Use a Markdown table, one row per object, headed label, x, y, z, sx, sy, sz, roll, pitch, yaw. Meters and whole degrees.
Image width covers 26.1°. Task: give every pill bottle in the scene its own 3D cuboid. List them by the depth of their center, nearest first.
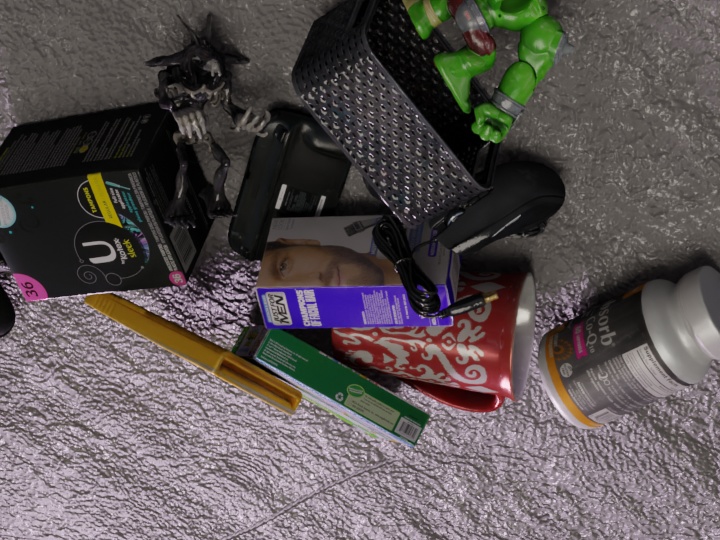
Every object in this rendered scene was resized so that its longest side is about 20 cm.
| label | x | y | z | sx | sy | sz | roll | pitch | yaw |
| --- | --- | --- | --- | --- | --- | --- | --- | --- | --- |
| pill bottle | 0.292 | 0.078 | 1.613 | 0.199 | 0.117 | 0.116 | -30 | 116 | 32 |

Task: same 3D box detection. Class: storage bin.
| label | x | y | z | sx | sy | sz | roll | pitch | yaw |
| --- | --- | --- | --- | --- | --- | --- | --- | --- | --- |
| storage bin | 0.038 | -0.159 | 1.476 | 0.093 | 0.136 | 0.200 | -27 | 117 | 31 |

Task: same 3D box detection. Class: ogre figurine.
| label | x | y | z | sx | sy | sz | roll | pitch | yaw |
| --- | --- | --- | --- | --- | --- | --- | --- | --- | --- |
| ogre figurine | 0.113 | -0.229 | 1.412 | 0.119 | 0.202 | 0.098 | -29 | 158 | 11 |

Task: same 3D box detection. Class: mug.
| label | x | y | z | sx | sy | sz | roll | pitch | yaw |
| --- | --- | --- | --- | --- | --- | --- | --- | --- | --- |
| mug | 0.077 | 0.080 | 1.656 | 0.198 | 0.133 | 0.180 | 6 | 109 | 15 |

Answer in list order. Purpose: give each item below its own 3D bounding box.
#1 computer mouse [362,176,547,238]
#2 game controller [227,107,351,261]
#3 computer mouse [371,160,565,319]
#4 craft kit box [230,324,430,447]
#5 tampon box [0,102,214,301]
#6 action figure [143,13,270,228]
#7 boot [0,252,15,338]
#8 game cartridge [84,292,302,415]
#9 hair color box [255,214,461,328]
| label | x | y | z | sx | sy | sz | roll | pitch | yaw |
| --- | --- | --- | --- | --- | --- | --- | --- | --- | --- |
| computer mouse | 0.098 | -0.077 | 1.601 | 0.198 | 0.034 | 0.059 | 18 | 141 | -8 |
| game controller | -0.074 | -0.082 | 1.640 | 0.103 | 0.042 | 0.201 | 10 | 132 | -12 |
| computer mouse | 0.118 | -0.036 | 1.516 | 0.198 | 0.141 | 0.046 | -20 | 147 | -4 |
| craft kit box | -0.038 | 0.125 | 1.709 | 0.199 | 0.049 | 0.197 | 30 | 169 | -10 |
| tampon box | -0.277 | -0.070 | 1.638 | 0.198 | 0.127 | 0.151 | -7 | 126 | 20 |
| action figure | -0.149 | -0.147 | 1.527 | 0.102 | 0.118 | 0.203 | 20 | 112 | 50 |
| boot | -0.423 | -0.009 | 1.735 | 0.161 | 0.073 | 0.199 | -10 | 121 | 46 |
| game cartridge | -0.179 | 0.084 | 1.680 | 0.199 | 0.033 | 0.176 | 27 | 174 | 32 |
| hair color box | 0.000 | 0.000 | 1.595 | 0.197 | 0.110 | 0.065 | -3 | 133 | 13 |
